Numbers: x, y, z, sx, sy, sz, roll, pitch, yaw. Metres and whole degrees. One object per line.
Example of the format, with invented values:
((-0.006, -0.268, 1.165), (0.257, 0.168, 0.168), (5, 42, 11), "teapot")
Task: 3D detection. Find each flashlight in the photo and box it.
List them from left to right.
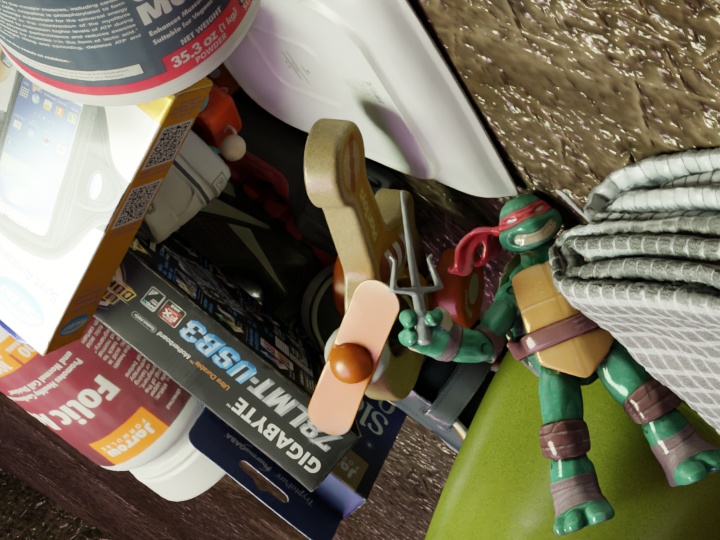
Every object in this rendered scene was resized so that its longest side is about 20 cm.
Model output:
((-0.074, -0.071, 1.355), (0.200, 0.068, 0.068), (33, 165, 17), "flashlight")

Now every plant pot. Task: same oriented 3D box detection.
((0.130, 0.139, 1.280), (0.200, 0.193, 0.200), (34, 164, 11), "plant pot")

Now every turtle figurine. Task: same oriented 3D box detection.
((0.109, 0.029, 1.176), (0.200, 0.150, 0.101), (66, -160, 4), "turtle figurine")

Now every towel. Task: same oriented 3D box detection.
((0.194, 0.027, 1.013), (0.166, 0.086, 0.200), (42, 164, -19), "towel")

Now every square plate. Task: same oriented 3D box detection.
((-0.028, -0.118, 1.188), (0.198, 0.028, 0.200), (26, 161, 38), "square plate")

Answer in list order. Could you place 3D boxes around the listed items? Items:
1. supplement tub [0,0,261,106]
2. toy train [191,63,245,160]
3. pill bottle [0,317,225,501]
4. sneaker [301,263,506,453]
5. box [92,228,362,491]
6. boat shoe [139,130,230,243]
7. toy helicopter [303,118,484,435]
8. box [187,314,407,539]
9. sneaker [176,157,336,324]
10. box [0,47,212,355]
((-0.128, -0.178, 1.022), (0.140, 0.140, 0.200), (31, 164, 22), "supplement tub")
((-0.122, -0.147, 1.251), (0.150, 0.056, 0.200), (36, 168, 24), "toy train")
((-0.168, 0.059, 1.467), (0.200, 0.114, 0.114), (41, 165, -29), "pill bottle")
((0.051, 0.063, 1.458), (0.200, 0.078, 0.079), (38, 170, -32), "sneaker")
((-0.093, 0.032, 1.330), (0.198, 0.050, 0.200), (39, -176, -9), "box")
((-0.164, -0.098, 1.264), (0.200, 0.067, 0.074), (42, 169, -5), "boat shoe")
((0.000, 0.000, 1.211), (0.079, 0.132, 0.200), (5, 143, 21), "toy helicopter")
((-0.028, 0.081, 1.490), (0.121, 0.200, 0.032), (40, 131, -9), "box")
((-0.102, -0.036, 1.465), (0.200, 0.098, 0.071), (37, 167, 6), "sneaker")
((-0.171, -0.051, 1.182), (0.119, 0.200, 0.041), (38, -153, 15), "box")
